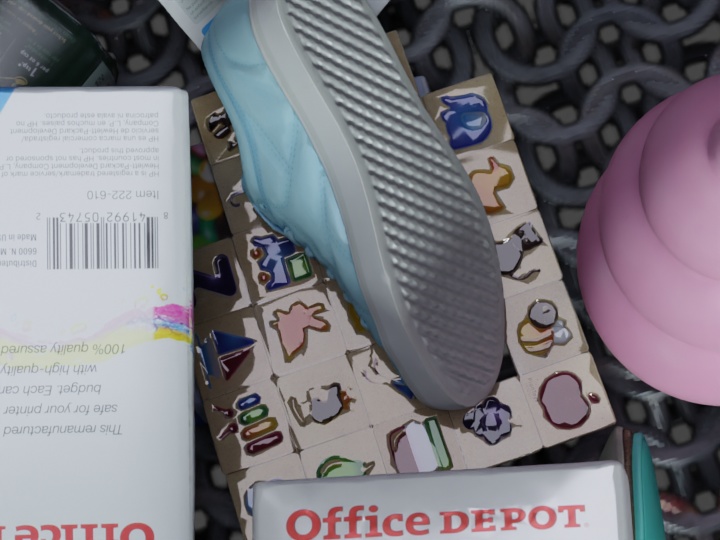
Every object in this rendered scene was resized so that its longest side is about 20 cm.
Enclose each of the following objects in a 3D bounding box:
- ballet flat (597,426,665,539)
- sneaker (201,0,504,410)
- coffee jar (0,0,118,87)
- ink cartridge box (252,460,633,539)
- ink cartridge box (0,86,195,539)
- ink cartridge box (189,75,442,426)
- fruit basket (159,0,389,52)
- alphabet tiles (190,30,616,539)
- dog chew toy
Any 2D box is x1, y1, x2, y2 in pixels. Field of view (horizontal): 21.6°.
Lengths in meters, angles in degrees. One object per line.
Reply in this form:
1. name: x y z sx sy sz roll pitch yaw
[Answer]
1. ballet flat: 0.103 0.166 0.778 0.063 0.067 0.202 -13 73 15
2. sneaker: -0.005 -0.031 0.804 0.074 0.082 0.201 -21 89 -43
3. coffee jar: -0.206 -0.045 0.855 0.104 0.085 0.200 37 81 -1
4. ink cartridge box: 0.035 0.177 0.703 0.145 0.084 0.202 -5 72 7
5. ink cartridge box: -0.140 0.030 0.773 0.143 0.085 0.202 -1 86 -5
6. ink cartridge box: -0.048 -0.002 0.853 0.199 0.042 0.120 -17 74 3
7. fruit basket: -0.034 -0.194 0.816 0.094 0.200 0.186 34 80 35
8. alphabet tiles: 0.000 0.000 0.825 0.166 0.008 0.201 -19 75 1
9. dog chew toy: 0.148 -0.018 0.750 0.123 0.200 0.126 -1 75 5
